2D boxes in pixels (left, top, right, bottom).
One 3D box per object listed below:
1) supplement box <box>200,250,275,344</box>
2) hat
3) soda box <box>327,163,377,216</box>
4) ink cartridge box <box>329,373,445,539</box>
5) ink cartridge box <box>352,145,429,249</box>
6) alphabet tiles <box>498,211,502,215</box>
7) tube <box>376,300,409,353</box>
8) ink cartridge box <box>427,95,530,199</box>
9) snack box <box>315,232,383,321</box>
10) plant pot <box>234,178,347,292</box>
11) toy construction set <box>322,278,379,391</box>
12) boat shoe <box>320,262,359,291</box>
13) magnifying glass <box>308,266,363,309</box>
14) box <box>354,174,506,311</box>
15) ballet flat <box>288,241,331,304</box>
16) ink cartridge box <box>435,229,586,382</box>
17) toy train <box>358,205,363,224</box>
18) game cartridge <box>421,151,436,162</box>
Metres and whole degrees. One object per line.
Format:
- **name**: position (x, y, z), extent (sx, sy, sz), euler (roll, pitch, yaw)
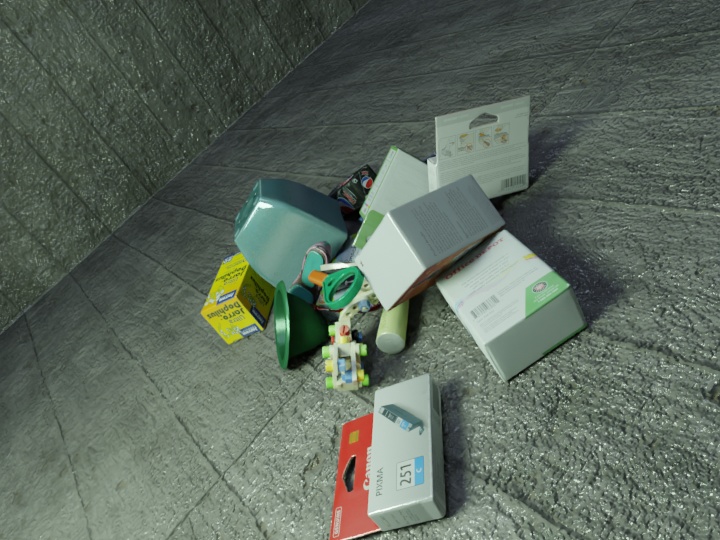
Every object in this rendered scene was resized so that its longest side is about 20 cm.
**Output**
- **supplement box**: position (-0.273, 0.050, 1.394), extent (0.107, 0.110, 0.202), euler (-23, 33, 22)
- **hat**: position (-0.072, 0.106, 1.168), extent (0.171, 0.170, 0.200), euler (-2, 19, -16)
- **soda box**: position (-0.023, -0.185, 1.440), extent (0.071, 0.063, 0.199), euler (-48, 11, -21)
- **ink cartridge box**: position (0.029, 0.256, 0.829), extent (0.173, 0.045, 0.202), euler (-24, 32, 21)
- **ink cartridge box**: position (0.066, -0.126, 1.168), extent (0.204, 0.102, 0.059), euler (-64, 18, 10)
- **alphabet tiles**: position (0.185, -0.082, 1.190), extent (0.165, 0.006, 0.200), euler (-37, 29, 0)
- **tube**: position (0.067, 0.057, 1.075), extent (0.057, 0.052, 0.202), euler (-19, 34, 25)
- **ink cartridge box**: position (0.219, -0.218, 1.103), extent (0.195, 0.180, 0.045), euler (-15, 29, -15)
- **snack box**: position (0.000, 0.000, 1.225), extent (0.140, 0.053, 0.203), euler (-18, 36, 33)
- **plant pot**: position (-0.169, -0.089, 1.324), extent (0.197, 0.197, 0.198), euler (-53, 25, 18)
- **toy construction set**: position (-0.019, 0.114, 1.001), extent (0.089, 0.133, 0.203), euler (6, 50, 11)
- **boat shoe**: position (0.008, 0.015, 1.112), extent (0.196, 0.065, 0.072), euler (-2, 2, 37)
- **magnifying glass**: position (-0.050, 0.023, 1.058), extent (0.080, 0.022, 0.199), euler (-53, 25, -9)
- **box**: position (0.113, -0.046, 0.986), extent (0.197, 0.108, 0.153), euler (-27, -14, -33)
- **ballet flat**: position (-0.103, 0.025, 1.242), extent (0.071, 0.068, 0.203), euler (-38, -23, -56)
- **ink cartridge box**: position (0.216, 0.044, 0.896), extent (0.144, 0.088, 0.201), euler (-35, 31, 3)
- **toy train**: position (0.081, -0.179, 1.387), extent (0.199, 0.056, 0.150), euler (-42, 30, -7)
- **game cartridge**: position (0.115, -0.169, 1.261), extent (0.197, 0.134, 0.042), euler (-31, 60, -4)
